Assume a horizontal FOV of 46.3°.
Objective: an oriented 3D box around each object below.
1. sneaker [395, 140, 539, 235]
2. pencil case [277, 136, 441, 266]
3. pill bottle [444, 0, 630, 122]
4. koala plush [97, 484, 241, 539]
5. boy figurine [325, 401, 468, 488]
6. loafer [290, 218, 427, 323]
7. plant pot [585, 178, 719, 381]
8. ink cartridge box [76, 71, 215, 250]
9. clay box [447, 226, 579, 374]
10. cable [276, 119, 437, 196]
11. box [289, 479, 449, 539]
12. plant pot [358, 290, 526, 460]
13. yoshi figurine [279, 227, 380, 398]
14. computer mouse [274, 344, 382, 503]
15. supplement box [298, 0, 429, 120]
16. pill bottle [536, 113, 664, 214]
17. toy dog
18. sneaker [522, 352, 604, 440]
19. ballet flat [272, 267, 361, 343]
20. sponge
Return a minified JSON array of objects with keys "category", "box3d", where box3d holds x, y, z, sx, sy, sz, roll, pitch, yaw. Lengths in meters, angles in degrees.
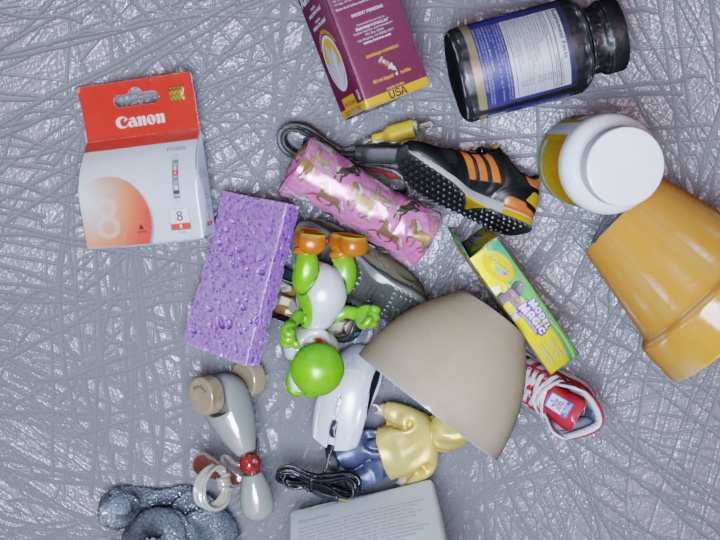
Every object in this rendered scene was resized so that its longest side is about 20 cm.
[{"category":"sneaker","box3d":[0.134,-0.121,1.027,0.199,0.070,0.091,27,71,-19]},{"category":"pencil case","box3d":[0.002,-0.080,1.017,0.199,0.087,0.083,29,126,-8]},{"category":"pill bottle","box3d":[0.206,-0.252,0.992,0.198,0.112,0.113,-14,99,2]},{"category":"koala plush","box3d":[-0.250,0.377,1.053,0.182,0.200,0.179,-9,99,2]},{"category":"boy figurine","box3d":[0.053,0.222,1.095,0.198,0.064,0.125,-23,98,3]},{"category":"loafer","box3d":[0.000,0.000,1.060,0.199,0.070,0.075,35,119,-9]},{"category":"plant pot","box3d":[0.377,-0.004,1.003,0.183,0.200,0.200,45,97,10]},{"category":"ink cartridge box","box3d":[-0.270,-0.131,1.031,0.161,0.050,0.202,-5,103,13]},{"category":"clay box","box3d":[0.183,0.022,1.035,0.047,0.115,0.201,-35,98,4]},{"category":"cable","box3d":[-0.004,-0.143,1.059,0.198,0.050,0.098,5,117,12]},{"category":"box","box3d":[0.026,0.407,1.049,0.198,0.172,0.201,-13,115,3]},{"category":"plant pot","box3d":[0.116,0.105,0.983,0.200,0.200,0.135,38,87,-5]},{"category":"yoshi figurine","box3d":[-0.042,0.058,0.964,0.111,0.112,0.202,12,100,17]},{"category":"computer mouse","box3d":[-0.030,0.186,1.064,0.109,0.044,0.202,12,77,20]},{"category":"supplement box","box3d":[-0.006,-0.289,0.979,0.085,0.110,0.202,-24,99,-13]},{"category":"pill bottle","box3d":[0.275,-0.123,0.967,0.110,0.200,0.112,0,100,1]},{"category":"toy dog","box3d":[-0.171,0.214,1.076,0.131,0.096,0.202,17,66,-39]},{"category":"sneaker","box3d":[0.212,0.147,1.056,0.198,0.113,0.072,20,100,-3]},{"category":"ballet flat","box3d":[-0.089,0.039,1.064,0.199,0.073,0.074,23,99,-3]},{"category":"sponge","box3d":[-0.147,0.007,1.036,0.111,0.030,0.202,15,91,34]}]
